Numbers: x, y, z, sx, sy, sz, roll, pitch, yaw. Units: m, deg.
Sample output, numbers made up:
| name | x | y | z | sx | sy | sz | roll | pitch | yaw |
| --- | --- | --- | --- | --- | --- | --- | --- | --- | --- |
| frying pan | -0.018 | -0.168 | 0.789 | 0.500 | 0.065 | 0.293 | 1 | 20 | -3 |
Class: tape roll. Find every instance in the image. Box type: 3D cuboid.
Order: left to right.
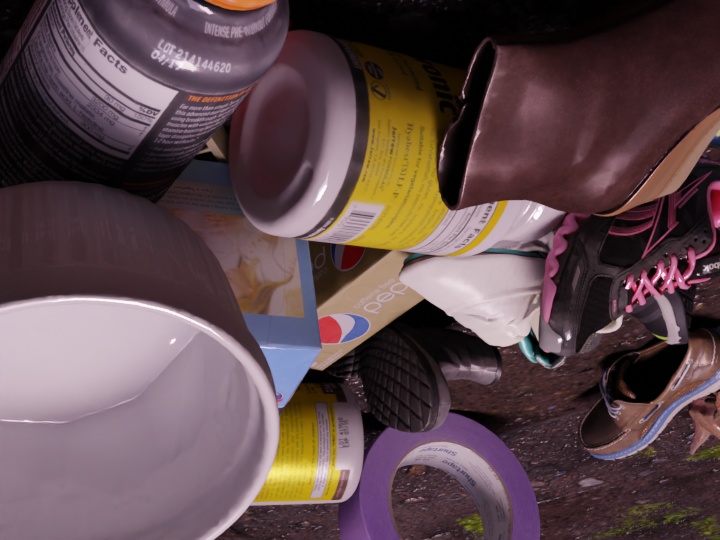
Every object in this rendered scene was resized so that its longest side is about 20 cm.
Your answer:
| name | x | y | z | sx | sy | sz | roll | pitch | yaw |
| --- | --- | --- | --- | --- | --- | --- | --- | --- | --- |
| tape roll | 0.079 | 0.247 | 1.148 | 0.197 | 0.203 | 0.066 | 4 | 150 | -21 |

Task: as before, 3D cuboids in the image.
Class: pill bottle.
| name | x | y | z | sx | sy | sz | roll | pitch | yaw |
| --- | --- | --- | --- | --- | --- | --- | --- | --- | --- |
| pill bottle | -0.102 | -0.107 | 0.539 | 0.105 | 0.108 | 0.200 | 12 | 147 | -32 |
| pill bottle | -0.103 | 0.156 | 1.035 | 0.196 | 0.111 | 0.110 | 2 | 149 | -19 |
| pill bottle | 0.031 | -0.067 | 0.669 | 0.197 | 0.113 | 0.111 | 6 | 149 | -38 |

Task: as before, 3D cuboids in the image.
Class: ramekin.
| name | x | y | z | sx | sy | sz | roll | pitch | yaw |
| --- | --- | --- | --- | --- | --- | --- | --- | --- | --- |
| ramekin | -0.142 | 0.052 | 0.547 | 0.196 | 0.106 | 0.202 | -9 | 133 | -10 |

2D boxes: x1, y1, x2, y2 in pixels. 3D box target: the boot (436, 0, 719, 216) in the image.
| name | x | y | z | sx | sy | sz | roll | pitch | yaw |
| --- | --- | --- | --- | --- | --- | --- | --- | --- | --- |
| boot | 0.137 | -0.113 | 0.589 | 0.164 | 0.073 | 0.202 | -4 | 129 | -31 |

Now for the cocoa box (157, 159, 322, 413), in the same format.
| name | x | y | z | sx | sy | sz | roll | pitch | yaw |
| --- | --- | --- | --- | --- | --- | --- | --- | --- | --- |
| cocoa box | -0.139 | 0.017 | 0.698 | 0.197 | 0.135 | 0.132 | 5 | 146 | -22 |

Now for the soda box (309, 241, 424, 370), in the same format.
| name | x | y | z | sx | sy | sz | roll | pitch | yaw |
| --- | --- | --- | --- | --- | --- | --- | --- | --- | --- |
| soda box | 0.000 | 0.000 | 0.835 | 0.067 | 0.065 | 0.199 | 15 | 144 | -35 |

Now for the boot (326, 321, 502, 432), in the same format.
| name | x | y | z | sx | sy | sz | roll | pitch | yaw |
| --- | --- | --- | --- | --- | --- | --- | --- | --- | --- |
| boot | 0.061 | 0.074 | 0.909 | 0.129 | 0.071 | 0.200 | 6 | -167 | -23 |

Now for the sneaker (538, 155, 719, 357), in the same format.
| name | x | y | z | sx | sy | sz | roll | pitch | yaw |
| --- | --- | --- | --- | --- | --- | --- | --- | --- | --- |
| sneaker | 0.185 | -0.013 | 0.728 | 0.094 | 0.200 | 0.080 | 27 | 146 | 26 |

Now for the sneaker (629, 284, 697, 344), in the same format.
| name | x | y | z | sx | sy | sz | roll | pitch | yaw |
| --- | --- | --- | --- | --- | --- | --- | --- | --- | --- |
| sneaker | 0.219 | -0.002 | 0.910 | 0.082 | 0.073 | 0.200 | 6 | 157 | 27 |

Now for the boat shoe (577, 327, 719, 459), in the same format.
| name | x | y | z | sx | sy | sz | roll | pitch | yaw |
| --- | --- | --- | --- | --- | --- | --- | --- | --- | --- |
| boat shoe | 0.271 | 0.114 | 1.111 | 0.071 | 0.073 | 0.200 | 17 | 132 | -30 |

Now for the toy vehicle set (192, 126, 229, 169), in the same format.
| name | x | y | z | sx | sy | sz | roll | pitch | yaw |
| --- | --- | --- | --- | --- | --- | --- | --- | --- | --- |
| toy vehicle set | -0.177 | -0.056 | 0.727 | 0.197 | 0.027 | 0.125 | -15 | 150 | 11 |

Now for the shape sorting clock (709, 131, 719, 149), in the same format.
| name | x | y | z | sx | sy | sz | roll | pitch | yaw |
| --- | --- | --- | --- | --- | --- | --- | --- | --- | --- |
| shape sorting clock | 0.274 | -0.136 | 0.693 | 0.196 | 0.040 | 0.201 | -7 | 151 | -4 |

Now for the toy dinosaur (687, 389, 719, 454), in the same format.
| name | x | y | z | sx | sy | sz | roll | pitch | yaw |
| --- | --- | --- | --- | --- | --- | --- | --- | --- | --- |
| toy dinosaur | 0.381 | 0.141 | 1.174 | 0.133 | 0.087 | 0.200 | 17 | 160 | -20 |

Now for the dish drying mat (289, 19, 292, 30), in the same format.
| name | x | y | z | sx | sy | sz | roll | pitch | yaw |
| --- | --- | --- | --- | --- | --- | --- | --- | --- | --- |
| dish drying mat | -0.124 | -0.158 | 0.574 | 0.076 | 0.018 | 0.199 | -25 | 148 | 28 |

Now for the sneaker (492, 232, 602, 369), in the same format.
| name | x | y | z | sx | sy | sz | roll | pitch | yaw |
| --- | --- | --- | --- | --- | --- | --- | --- | --- | --- |
| sneaker | 0.149 | 0.041 | 0.918 | 0.077 | 0.093 | 0.200 | -20 | 149 | 23 |

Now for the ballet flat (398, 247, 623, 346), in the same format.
| name | x | y | z | sx | sy | sz | roll | pitch | yaw |
| --- | --- | --- | --- | --- | --- | --- | --- | --- | --- |
| ballet flat | 0.113 | 0.020 | 0.771 | 0.197 | 0.070 | 0.069 | 0 | 152 | -38 |
